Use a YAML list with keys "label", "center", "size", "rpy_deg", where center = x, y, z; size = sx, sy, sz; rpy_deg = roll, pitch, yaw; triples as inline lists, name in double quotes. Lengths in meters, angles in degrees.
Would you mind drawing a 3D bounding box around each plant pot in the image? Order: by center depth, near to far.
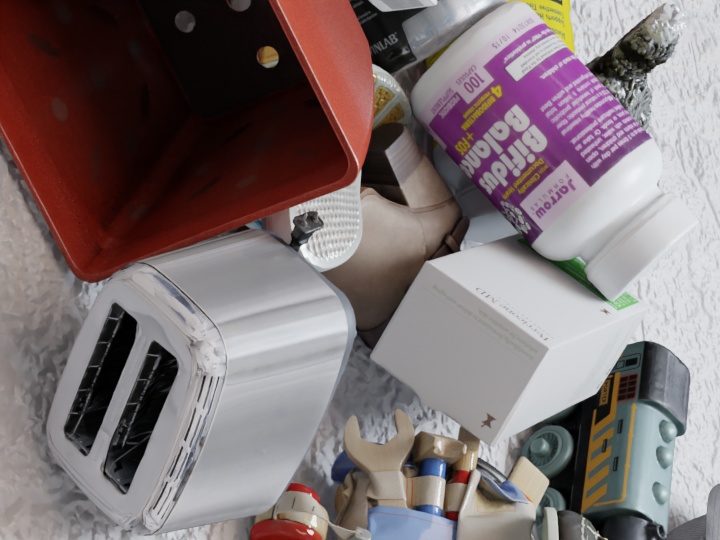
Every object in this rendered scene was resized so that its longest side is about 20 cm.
- label: "plant pot"
  center: [-0.100, -0.141, 1.390]
  size: [0.200, 0.200, 0.176]
  rpy_deg: [64, 26, -14]

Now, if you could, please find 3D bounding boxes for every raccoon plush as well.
- label: "raccoon plush"
  center: [0.215, -0.101, 1.796]
  size: [0.134, 0.200, 0.097]
  rpy_deg: [45, 58, -4]

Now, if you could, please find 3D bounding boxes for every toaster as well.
- label: "toaster"
  center: [-0.091, 0.061, 1.323]
  size: [0.114, 0.200, 0.129]
  rpy_deg: [42, 33, 26]

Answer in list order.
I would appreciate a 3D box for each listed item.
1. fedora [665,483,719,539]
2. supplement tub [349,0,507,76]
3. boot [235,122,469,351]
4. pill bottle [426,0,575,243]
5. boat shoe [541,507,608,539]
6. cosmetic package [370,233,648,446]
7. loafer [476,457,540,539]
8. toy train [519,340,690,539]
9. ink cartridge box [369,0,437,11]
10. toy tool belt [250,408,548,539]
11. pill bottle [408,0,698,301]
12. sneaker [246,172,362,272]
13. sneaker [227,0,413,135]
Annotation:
- label: "fedora"
  center: [0.285, 0.266, 1.822]
  size: [0.177, 0.090, 0.200]
  rpy_deg: [42, 40, -39]
- label: "supplement tub"
  center: [0.005, -0.242, 1.606]
  size: [0.200, 0.122, 0.123]
  rpy_deg: [58, 37, -7]
- label: "boot"
  center: [0.000, 0.000, 1.567]
  size: [0.200, 0.070, 0.146]
  rpy_deg: [-38, 126, -31]
- label: "pill bottle"
  center: [0.107, -0.127, 1.717]
  size: [0.112, 0.112, 0.200]
  rpy_deg: [17, 63, -49]
- label: "boat shoe"
  center: [0.152, 0.206, 1.511]
  size: [0.201, 0.060, 0.072]
  rpy_deg: [71, 21, -63]
- label: "cosmetic package"
  center: [0.105, 0.042, 1.571]
  size: [0.108, 0.085, 0.200]
  rpy_deg: [36, 20, 16]
- label: "loafer"
  center: [0.089, 0.217, 1.589]
  size: [0.071, 0.073, 0.200]
  rpy_deg: [-43, 111, -52]
- label: "toy train"
  center: [0.182, 0.142, 1.711]
  size: [0.085, 0.114, 0.200]
  rpy_deg: [42, 46, -36]
- label: "ink cartridge box"
  center: [0.001, -0.268, 1.441]
  size: [0.200, 0.045, 0.177]
  rpy_deg: [19, 66, -75]
- label: "toy tool belt"
  center: [0.029, 0.151, 1.502]
  size: [0.200, 0.125, 0.123]
  rpy_deg: [21, 56, -16]
- label: "pill bottle"
  center: [0.136, -0.079, 1.591]
  size: [0.200, 0.112, 0.112]
  rpy_deg: [48, 36, 7]
- label: "sneaker"
  center: [-0.048, -0.041, 1.454]
  size: [0.074, 0.082, 0.200]
  rpy_deg: [56, 18, -17]
- label: "sneaker"
  center: [-0.029, -0.139, 1.573]
  size: [0.088, 0.076, 0.200]
  rpy_deg: [52, -2, 39]
